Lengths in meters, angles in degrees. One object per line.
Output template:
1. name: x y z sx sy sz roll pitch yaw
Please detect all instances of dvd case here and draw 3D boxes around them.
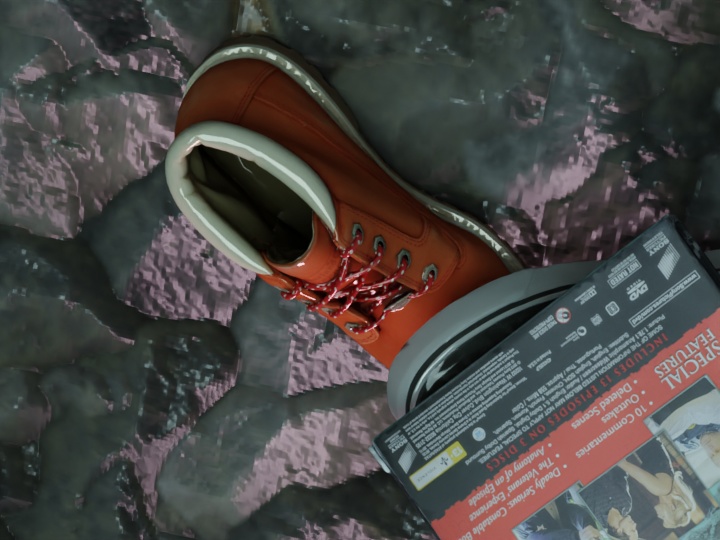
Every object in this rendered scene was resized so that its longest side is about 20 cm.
1. dvd case: 0.116 0.102 0.797 0.146 0.022 0.200 -39 79 16

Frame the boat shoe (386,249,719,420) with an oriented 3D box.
1. boat shoe: 0.111 0.035 0.850 0.199 0.064 0.071 -13 123 -7

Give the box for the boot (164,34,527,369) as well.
1. boot: 0.000 0.000 0.871 0.200 0.107 0.075 42 109 -10
